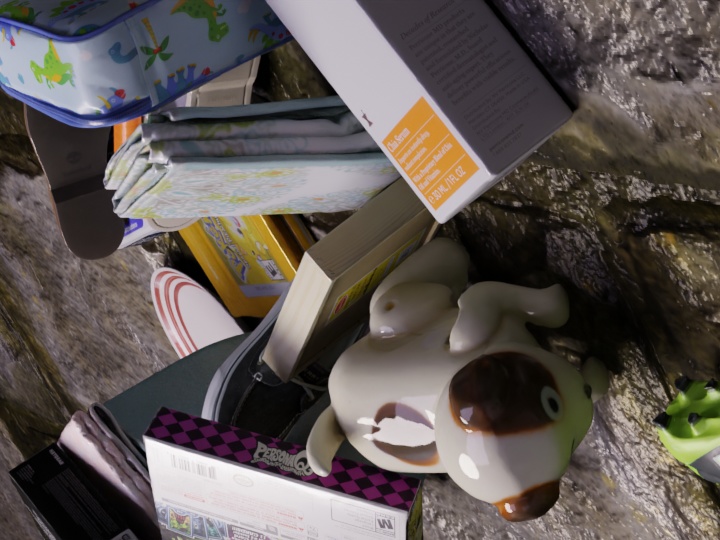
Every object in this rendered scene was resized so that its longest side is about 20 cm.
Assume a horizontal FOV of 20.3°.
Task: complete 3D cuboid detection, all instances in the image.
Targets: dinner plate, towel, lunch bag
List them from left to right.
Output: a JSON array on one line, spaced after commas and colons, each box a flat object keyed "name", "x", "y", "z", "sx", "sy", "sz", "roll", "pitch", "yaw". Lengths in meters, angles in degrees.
[{"name": "towel", "x": -0.177, "y": 0.208, "z": 1.634, "sx": 0.200, "sy": 0.032, "sz": 0.191, "roll": 51, "pitch": 157, "yaw": 6}, {"name": "lunch bag", "x": -0.138, "y": -0.171, "z": 1.306, "sx": 0.160, "sy": 0.200, "sz": 0.083, "roll": 22, "pitch": 136, "yaw": 46}, {"name": "dinner plate", "x": -0.126, "y": 0.076, "z": 1.872, "sx": 0.200, "sy": 0.024, "sz": 0.201, "roll": 41, "pitch": 155, "yaw": 24}, {"name": "towel", "x": -0.062, "y": -0.075, "z": 1.334, "sx": 0.171, "sy": 0.199, "sz": 0.048, "roll": 151, "pitch": 115, "yaw": -70}]

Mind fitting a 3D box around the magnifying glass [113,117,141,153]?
[{"name": "magnifying glass", "x": -0.176, "y": -0.165, "z": 1.523, "sx": 0.080, "sy": 0.022, "sz": 0.201, "roll": 43, "pitch": 137, "yaw": 46}]

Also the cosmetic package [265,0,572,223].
[{"name": "cosmetic package", "x": 0.026, "y": -0.137, "z": 1.206, "sx": 0.200, "sy": 0.071, "sz": 0.101, "roll": 52, "pitch": 158, "yaw": 3}]

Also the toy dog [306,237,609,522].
[{"name": "toy dog", "x": 0.068, "y": 0.079, "z": 1.300, "sx": 0.200, "sy": 0.193, "sz": 0.140, "roll": 24, "pitch": 133, "yaw": 61}]

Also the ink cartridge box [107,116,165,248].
[{"name": "ink cartridge box", "x": -0.178, "y": -0.130, "z": 1.610, "sx": 0.198, "sy": 0.043, "sz": 0.201, "roll": -18, "pitch": 87, "yaw": 64}]

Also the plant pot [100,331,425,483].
[{"name": "plant pot", "x": -0.061, "y": 0.159, "z": 1.640, "sx": 0.196, "sy": 0.200, "sz": 0.196, "roll": 30, "pitch": 149, "yaw": 42}]

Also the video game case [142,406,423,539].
[{"name": "video game case", "x": -0.051, "y": 0.189, "z": 1.431, "sx": 0.199, "sy": 0.036, "sz": 0.182, "roll": 14, "pitch": 139, "yaw": 16}]

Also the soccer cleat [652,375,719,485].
[{"name": "soccer cleat", "x": 0.250, "y": 0.102, "z": 1.149, "sx": 0.081, "sy": 0.068, "sz": 0.200, "roll": 42, "pitch": 163, "yaw": -22}]

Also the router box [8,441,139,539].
[{"name": "router box", "x": -0.194, "y": 0.246, "z": 1.587, "sx": 0.200, "sy": 0.051, "sz": 0.150, "roll": 40, "pitch": 156, "yaw": 45}]

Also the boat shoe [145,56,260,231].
[{"name": "boat shoe", "x": -0.121, "y": -0.121, "z": 1.464, "sx": 0.063, "sy": 0.072, "sz": 0.201, "roll": 55, "pitch": 137, "yaw": 42}]

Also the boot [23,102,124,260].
[{"name": "boot", "x": -0.235, "y": -0.113, "z": 1.615, "sx": 0.075, "sy": 0.073, "sz": 0.201, "roll": -132, "pitch": 34, "yaw": -61}]

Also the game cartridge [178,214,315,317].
[{"name": "game cartridge", "x": -0.105, "y": -0.039, "z": 1.655, "sx": 0.177, "sy": 0.032, "sz": 0.200, "roll": 58, "pitch": 156, "yaw": -12}]

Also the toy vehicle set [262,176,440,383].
[{"name": "toy vehicle set", "x": 0.000, "y": 0.000, "z": 1.388, "sx": 0.027, "sy": 0.124, "sz": 0.200, "roll": 48, "pitch": 157, "yaw": 10}]

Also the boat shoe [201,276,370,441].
[{"name": "boat shoe", "x": -0.052, "y": 0.069, "z": 1.502, "sx": 0.072, "sy": 0.201, "sz": 0.071, "roll": 39, "pitch": 156, "yaw": -24}]
